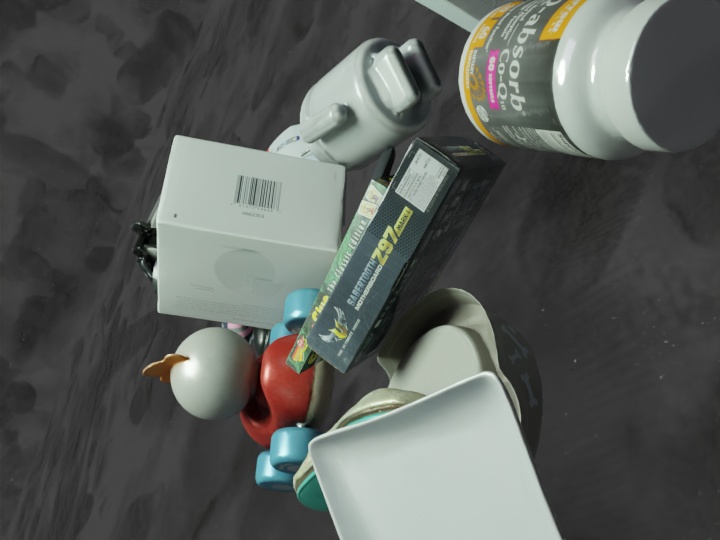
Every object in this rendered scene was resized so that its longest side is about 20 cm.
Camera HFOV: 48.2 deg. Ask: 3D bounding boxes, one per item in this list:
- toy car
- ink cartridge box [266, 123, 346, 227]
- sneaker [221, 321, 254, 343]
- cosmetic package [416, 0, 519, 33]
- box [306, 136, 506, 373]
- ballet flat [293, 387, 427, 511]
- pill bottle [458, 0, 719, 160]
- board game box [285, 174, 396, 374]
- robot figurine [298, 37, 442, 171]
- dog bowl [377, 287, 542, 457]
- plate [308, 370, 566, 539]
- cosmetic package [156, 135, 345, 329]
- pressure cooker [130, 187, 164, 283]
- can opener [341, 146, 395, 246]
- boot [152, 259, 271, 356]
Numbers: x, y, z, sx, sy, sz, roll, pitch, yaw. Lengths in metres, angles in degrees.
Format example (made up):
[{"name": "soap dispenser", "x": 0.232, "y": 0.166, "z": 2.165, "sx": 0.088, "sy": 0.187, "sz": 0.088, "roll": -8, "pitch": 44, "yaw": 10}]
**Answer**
[{"name": "toy car", "x": -0.135, "y": 0.121, "z": 0.870, "sx": 0.177, "sy": 0.195, "sz": 0.188, "roll": 123, "pitch": 154, "yaw": -60}, {"name": "ink cartridge box", "x": -0.115, "y": -0.117, "z": 1.081, "sx": 0.195, "sy": 0.048, "sz": 0.163, "roll": -10, "pitch": 54, "yaw": 14}, {"name": "sneaker", "x": -0.186, "y": 0.057, "z": 1.188, "sx": 0.202, "sy": 0.081, "sz": 0.071, "roll": -60, "pitch": 27, "yaw": 21}, {"name": "cosmetic package", "x": 0.132, "y": -0.324, "z": 0.738, "sx": 0.052, "sy": 0.148, "sz": 0.204, "roll": 27, "pitch": 96, "yaw": 64}, {"name": "box", "x": 0.044, "y": -0.019, "z": 0.713, "sx": 0.202, "sy": 0.051, "sz": 0.157, "roll": -61, "pitch": -16, "yaw": 20}, {"name": "ballet flat", "x": 0.003, "y": 0.129, "z": 0.643, "sx": 0.200, "sy": 0.067, "sz": 0.063, "roll": -43, "pitch": 20, "yaw": 43}, {"name": "pill bottle", "x": 0.164, "y": -0.142, "z": 0.582, "sx": 0.199, "sy": 0.114, "sz": 0.119, "roll": 28, "pitch": 97, "yaw": 65}, {"name": "board game box", "x": 0.000, "y": 0.000, "z": 0.759, "sx": 0.104, "sy": 0.023, "sz": 0.203, "roll": -26, "pitch": -34, "yaw": -61}, {"name": "robot figurine", "x": 0.005, "y": -0.186, "z": 0.925, "sx": 0.199, "sy": 0.168, "sz": 0.115, "roll": -26, "pitch": 89, "yaw": 49}, {"name": "dog bowl", "x": 0.069, "y": 0.120, "z": 0.652, "sx": 0.200, "sy": 0.058, "sz": 0.204, "roll": -46, "pitch": 34, "yaw": 43}, {"name": "plate", "x": 0.064, "y": 0.184, "z": 0.539, "sx": 0.198, "sy": 0.032, "sz": 0.204, "roll": -30, "pitch": 79, "yaw": 43}, {"name": "cosmetic package", "x": -0.132, "y": -0.033, "z": 0.947, "sx": 0.201, "sy": 0.194, "sz": 0.125, "roll": 112, "pitch": 164, "yaw": -55}, {"name": "pressure cooker", "x": -0.255, "y": -0.046, "z": 1.278, "sx": 0.180, "sy": 0.172, "sz": 0.203, "roll": 76, "pitch": -147, "yaw": -62}, {"name": "can opener", "x": 0.013, "y": -0.040, "z": 0.877, "sx": 0.078, "sy": 0.062, "sz": 0.205, "roll": -4, "pitch": 69, "yaw": 63}, {"name": "boot", "x": -0.187, "y": 0.029, "z": 1.078, "sx": 0.066, "sy": 0.195, "sz": 0.168, "roll": 90, "pitch": -169, "yaw": -59}]
